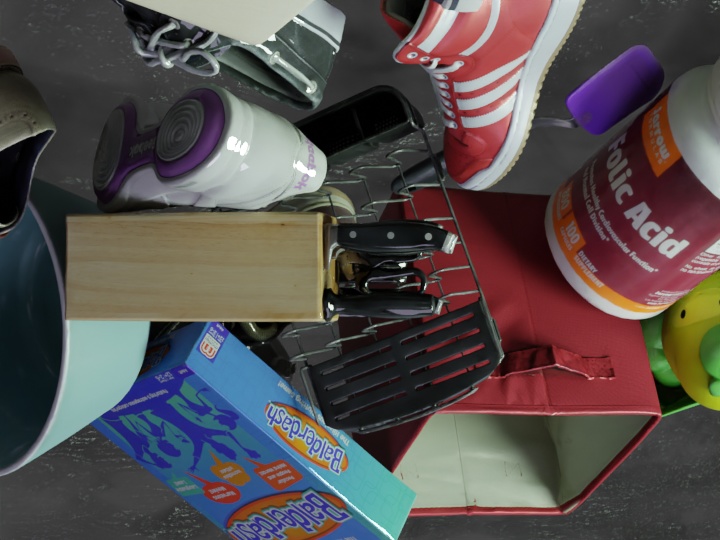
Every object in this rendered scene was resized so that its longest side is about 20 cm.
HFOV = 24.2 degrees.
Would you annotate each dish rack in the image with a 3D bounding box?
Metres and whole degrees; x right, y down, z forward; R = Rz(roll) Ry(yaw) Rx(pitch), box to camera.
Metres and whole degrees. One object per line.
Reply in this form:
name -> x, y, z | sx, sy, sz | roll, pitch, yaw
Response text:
dish rack -> 0.000, 0.000, 1.074 | 0.153, 0.201, 0.054 | -23, 171, 23

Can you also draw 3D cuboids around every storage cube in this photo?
storage cube -> 0.092, 0.060, 1.207 | 0.170, 0.181, 0.200 | 2, 148, -17

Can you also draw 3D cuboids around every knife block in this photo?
knife block -> -0.050, -0.002, 0.978 | 0.199, 0.064, 0.175 | 1, 177, -38

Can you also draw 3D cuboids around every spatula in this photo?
spatula -> 0.107, -0.091, 1.106 | 0.199, 0.021, 0.056 | -22, 146, 24

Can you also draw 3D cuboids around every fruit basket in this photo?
fruit basket -> 0.266, 0.029, 1.218 | 0.214, 0.156, 0.216 | -14, 164, -4

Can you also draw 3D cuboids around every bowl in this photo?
bowl -> -0.211, 0.026, 1.091 | 0.105, 0.202, 0.201 | -6, 157, -46

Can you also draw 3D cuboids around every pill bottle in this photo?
pill bottle -> 0.220, -0.061, 1.094 | 0.114, 0.115, 0.200 | 10, 145, -29

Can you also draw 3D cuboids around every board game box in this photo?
board game box -> -0.081, 0.124, 1.159 | 0.200, 0.045, 0.152 | 42, 143, -21

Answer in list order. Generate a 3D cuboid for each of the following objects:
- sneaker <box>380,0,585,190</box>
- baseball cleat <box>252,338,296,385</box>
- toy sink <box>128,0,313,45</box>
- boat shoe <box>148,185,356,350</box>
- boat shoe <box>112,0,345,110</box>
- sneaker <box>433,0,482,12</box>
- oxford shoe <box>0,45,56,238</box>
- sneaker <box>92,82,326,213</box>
sneaker -> 0.051, -0.122, 0.989 | 0.112, 0.072, 0.200 | -2, 142, -18
baseball cleat -> -0.150, 0.056, 1.266 | 0.199, 0.070, 0.106 | 26, 143, -30
toy sink -> -0.090, -0.206, 0.769 | 0.199, 0.113, 0.130 | 14, 144, -42
boat shoe -> -0.081, 0.022, 1.165 | 0.200, 0.065, 0.072 | -37, 129, 13
boat shoe -> -0.092, -0.139, 0.911 | 0.073, 0.069, 0.199 | 7, 170, 41
sneaker -> 0.017, -0.211, 0.723 | 0.079, 0.201, 0.078 | -2, 179, -5
oxford shoe -> -0.245, -0.037, 1.001 | 0.071, 0.074, 0.200 | -17, 149, -51
sneaker -> -0.094, -0.059, 0.991 | 0.099, 0.075, 0.200 | 18, 173, -30
